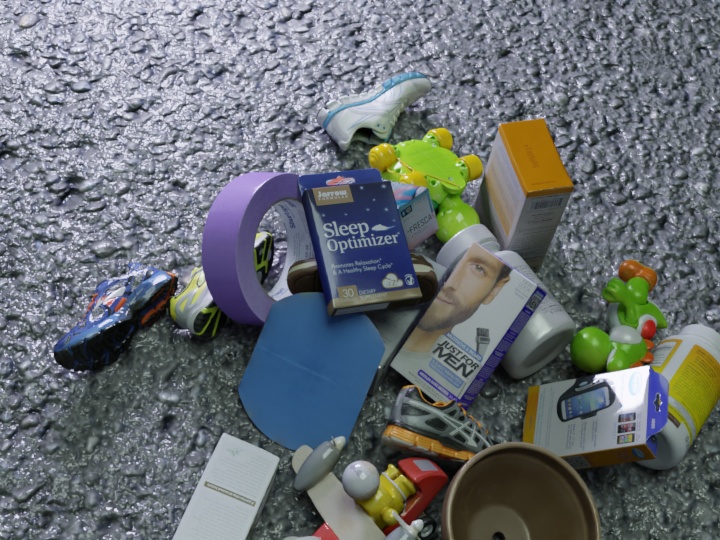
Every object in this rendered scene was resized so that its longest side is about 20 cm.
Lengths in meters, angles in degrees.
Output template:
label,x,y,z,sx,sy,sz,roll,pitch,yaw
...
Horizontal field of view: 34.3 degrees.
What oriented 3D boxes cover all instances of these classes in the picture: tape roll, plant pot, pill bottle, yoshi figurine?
label,x,y,z,sx,sy,sz,roll,pitch,yaw
tape roll,-0.117,-0.027,1.538,0.065,0.202,0.201,5,43,37
plant pot,0.182,0.316,1.409,0.198,0.093,0.204,6,68,-15
pill bottle,0.424,0.164,1.577,0.109,0.110,0.200,35,55,14
pill bottle,0.195,0.039,1.613,0.113,0.115,0.201,-24,63,-27
yoshi figurine,0.346,0.075,1.619,0.113,0.111,0.201,49,40,-19

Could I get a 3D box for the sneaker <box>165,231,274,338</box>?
label,x,y,z,sx,sy,sz,roll,pitch,yaw
sneaker,-0.186,0.005,1.579,0.076,0.076,0.200,20,43,23

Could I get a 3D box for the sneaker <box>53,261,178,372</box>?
label,x,y,z,sx,sy,sz,roll,pitch,yaw
sneaker,-0.326,0.058,1.517,0.078,0.076,0.200,29,45,20

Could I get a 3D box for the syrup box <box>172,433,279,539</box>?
label,x,y,z,sx,sy,sz,roll,pitch,yaw
syrup box,-0.168,0.303,1.361,0.081,0.079,0.201,22,53,4

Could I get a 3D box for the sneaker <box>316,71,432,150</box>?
label,x,y,z,sx,sy,sz,roll,pitch,yaw
sneaker,0.034,-0.239,1.814,0.198,0.075,0.087,-26,70,-19

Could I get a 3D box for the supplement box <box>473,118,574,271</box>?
label,x,y,z,sx,sy,sz,roll,pitch,yaw
supplement box,0.229,-0.101,1.668,0.072,0.201,0.127,-9,57,-14

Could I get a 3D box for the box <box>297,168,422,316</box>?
label,x,y,z,sx,sy,sz,roll,pitch,yaw
box,-0.004,-0.045,1.493,0.119,0.032,0.202,-7,66,-19

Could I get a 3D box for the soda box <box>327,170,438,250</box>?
label,x,y,z,sx,sy,sz,roll,pitch,yaw
soda box,0.015,-0.086,1.629,0.063,0.069,0.199,-35,32,-31

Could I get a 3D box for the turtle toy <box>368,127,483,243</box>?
label,x,y,z,sx,sy,sz,roll,pitch,yaw
turtle toy,0.103,-0.118,1.706,0.144,0.102,0.200,-18,48,-30

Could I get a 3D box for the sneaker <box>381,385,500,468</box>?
label,x,y,z,sx,sy,sz,roll,pitch,yaw
sneaker,0.116,0.202,1.458,0.199,0.078,0.078,24,68,-36

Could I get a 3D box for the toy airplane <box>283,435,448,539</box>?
label,x,y,z,sx,sy,sz,roll,pitch,yaw
toy airplane,-0.007,0.284,1.371,0.197,0.143,0.200,5,39,14

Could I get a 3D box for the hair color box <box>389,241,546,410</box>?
label,x,y,z,sx,sy,sz,roll,pitch,yaw
hair color box,0.141,0.077,1.529,0.109,0.065,0.201,35,92,24

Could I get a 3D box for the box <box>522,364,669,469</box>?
label,x,y,z,sx,sy,sz,roll,pitch,yaw
box,0.304,0.192,1.498,0.198,0.042,0.120,-13,45,31

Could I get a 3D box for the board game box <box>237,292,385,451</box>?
label,x,y,z,sx,sy,sz,roll,pitch,yaw
board game box,-0.061,0.128,1.497,0.156,0.039,0.202,23,92,8

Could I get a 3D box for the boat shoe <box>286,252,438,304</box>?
label,x,y,z,sx,sy,sz,roll,pitch,yaw
boat shoe,-0.001,0.005,1.540,0.199,0.075,0.075,5,37,-14

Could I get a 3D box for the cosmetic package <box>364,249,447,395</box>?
label,x,y,z,sx,sy,sz,roll,pitch,yaw
cosmetic package,0.026,0.059,1.586,0.101,0.072,0.201,29,54,11
